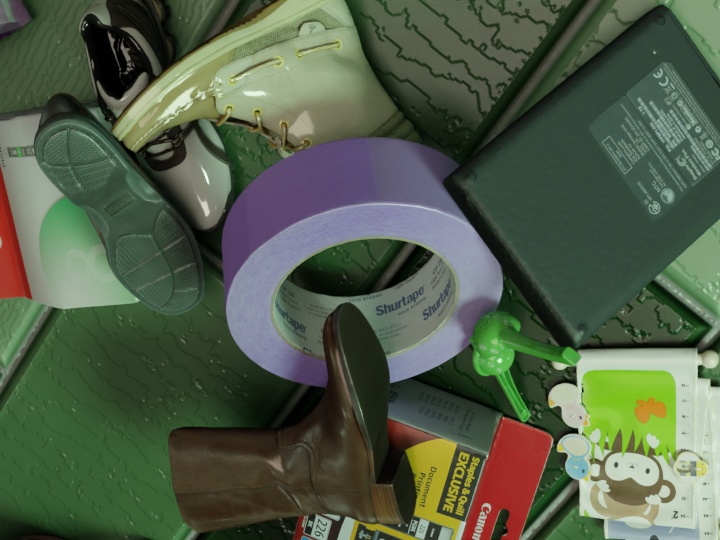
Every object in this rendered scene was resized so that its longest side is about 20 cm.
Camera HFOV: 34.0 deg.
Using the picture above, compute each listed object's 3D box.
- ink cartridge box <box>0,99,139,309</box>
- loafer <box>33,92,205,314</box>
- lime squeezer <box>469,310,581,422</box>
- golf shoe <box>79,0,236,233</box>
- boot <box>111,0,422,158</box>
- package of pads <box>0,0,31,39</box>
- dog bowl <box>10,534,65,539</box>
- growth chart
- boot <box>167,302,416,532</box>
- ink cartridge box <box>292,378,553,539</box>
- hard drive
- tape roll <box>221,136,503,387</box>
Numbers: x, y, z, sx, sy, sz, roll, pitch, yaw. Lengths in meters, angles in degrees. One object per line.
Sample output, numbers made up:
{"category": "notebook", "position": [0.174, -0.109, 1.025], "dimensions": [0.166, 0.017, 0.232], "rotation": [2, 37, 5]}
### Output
{"category": "ink cartridge box", "position": [-0.278, -0.049, 0.981], "dimensions": [0.197, 0.050, 0.163], "rotation": [-5, 105, 15]}
{"category": "loafer", "position": [-0.178, -0.053, 0.904], "dimensions": [0.071, 0.063, 0.201], "rotation": [-25, 130, 5]}
{"category": "lime squeezer", "position": [0.111, 0.062, 0.850], "dimensions": [0.070, 0.200, 0.038], "rotation": [25, 72, 7]}
{"category": "golf shoe", "position": [-0.163, -0.114, 0.902], "dimensions": [0.077, 0.095, 0.202], "rotation": [-20, 102, 19]}
{"category": "boot", "position": [-0.063, -0.101, 0.849], "dimensions": [0.199, 0.072, 0.156], "rotation": [-35, 101, -18]}
{"category": "package of pads", "position": [-0.357, -0.262, 0.921], "dimensions": [0.119, 0.076, 0.202], "rotation": [-19, 101, 23]}
{"category": "dog bowl", "position": [-0.301, 0.337, 1.095], "dimensions": [0.197, 0.074, 0.203], "rotation": [5, 108, 15]}
{"category": "growth chart", "position": [0.227, 0.149, 0.915], "dimensions": [0.143, 0.018, 0.203], "rotation": [-11, 103, 20]}
{"category": "boot", "position": [-0.072, 0.116, 0.874], "dimensions": [0.197, 0.064, 0.189], "rotation": [-4, 112, 24]}
{"category": "ink cartridge box", "position": [0.043, 0.201, 0.947], "dimensions": [0.173, 0.084, 0.203], "rotation": [18, 111, 10]}
{"category": "hard drive", "position": [0.170, -0.064, 0.792], "dimensions": [0.199, 0.033, 0.140], "rotation": [-39, 96, -15]}
{"category": "tape roll", "position": [0.000, 0.000, 0.848], "dimensions": [0.197, 0.066, 0.202], "rotation": [-5, 138, -5]}
